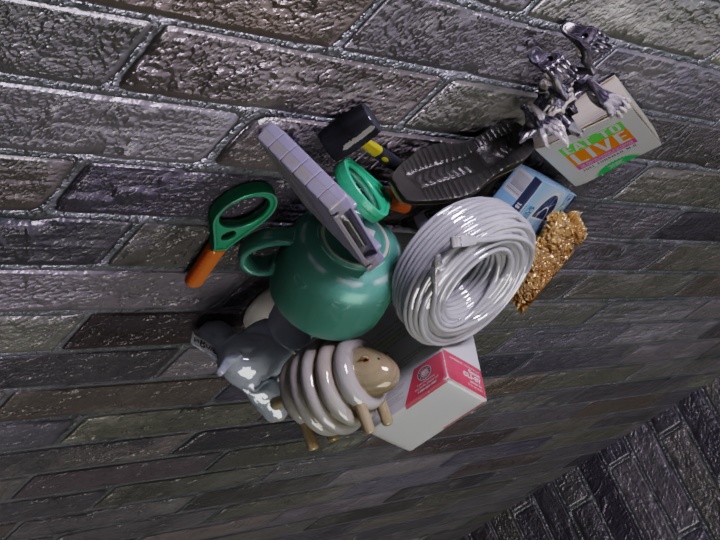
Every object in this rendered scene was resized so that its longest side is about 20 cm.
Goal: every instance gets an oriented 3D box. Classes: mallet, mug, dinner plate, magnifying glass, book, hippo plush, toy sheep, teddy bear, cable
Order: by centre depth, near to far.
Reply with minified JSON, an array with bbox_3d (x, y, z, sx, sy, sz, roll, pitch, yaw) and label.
[{"bbox_3d":[0.024,-0.145,1.413,0.066,0.041,0.200,-36,160,20],"label":"mallet"},{"bbox_3d":[-0.162,-0.040,1.467,0.079,0.022,0.200,-7,153,-37],"label":"magnifying glass"},{"bbox_3d":[0.019,-0.090,1.471,0.022,0.080,0.200,-35,166,17],"label":"magnifying glass"},{"bbox_3d":[0.125,0.003,1.499,0.200,0.069,0.200,-18,139,-39],"label":"cable"},{"bbox_3d":[-0.038,-0.004,1.500,0.185,0.152,0.114,-14,150,-32],"label":"mug"},{"bbox_3d":[-0.036,0.150,1.554,0.200,0.138,0.138,-20,162,28],"label":"toy sheep"},{"bbox_3d":[0.311,-0.177,1.628,0.133,0.048,0.200,-28,160,19],"label":"book"},{"bbox_3d":[-0.124,0.085,1.657,0.161,0.159,0.200,-42,141,-4],"label":"hippo plush"},{"bbox_3d":[0.247,-0.018,1.690,0.200,0.067,0.145,-44,168,-36],"label":"teddy bear"},{"bbox_3d":[-0.071,0.046,1.753,0.200,0.024,0.200,-21,159,-9],"label":"dinner plate"}]

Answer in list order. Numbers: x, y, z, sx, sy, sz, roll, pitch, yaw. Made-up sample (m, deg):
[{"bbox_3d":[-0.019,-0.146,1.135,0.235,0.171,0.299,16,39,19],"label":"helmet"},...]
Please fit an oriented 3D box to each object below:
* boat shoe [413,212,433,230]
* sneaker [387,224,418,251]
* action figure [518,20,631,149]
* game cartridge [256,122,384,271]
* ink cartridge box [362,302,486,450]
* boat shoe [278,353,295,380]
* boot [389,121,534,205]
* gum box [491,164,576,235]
[{"bbox_3d":[0.130,-0.048,1.684,0.068,0.072,0.200,-29,161,13],"label":"boat shoe"},{"bbox_3d":[0.000,0.000,1.641,0.200,0.082,0.075,-17,157,-19],"label":"sneaker"},{"bbox_3d":[0.243,-0.195,1.431,0.119,0.102,0.200,-36,157,-8],"label":"action figure"},{"bbox_3d":[-0.041,-0.080,1.361,0.038,0.130,0.200,-39,158,-2],"label":"game cartridge"},{"bbox_3d":[0.075,0.113,1.630,0.083,0.200,0.145,29,127,-34],"label":"ink cartridge box"},{"bbox_3d":[-0.069,0.118,1.829,0.202,0.075,0.086,-23,173,31],"label":"boat shoe"},{"bbox_3d":[0.112,-0.101,1.533,0.200,0.078,0.138,-19,162,-26],"label":"boot"},{"bbox_3d":[0.204,-0.056,1.667,0.170,0.045,0.200,-53,161,13],"label":"gum box"}]
